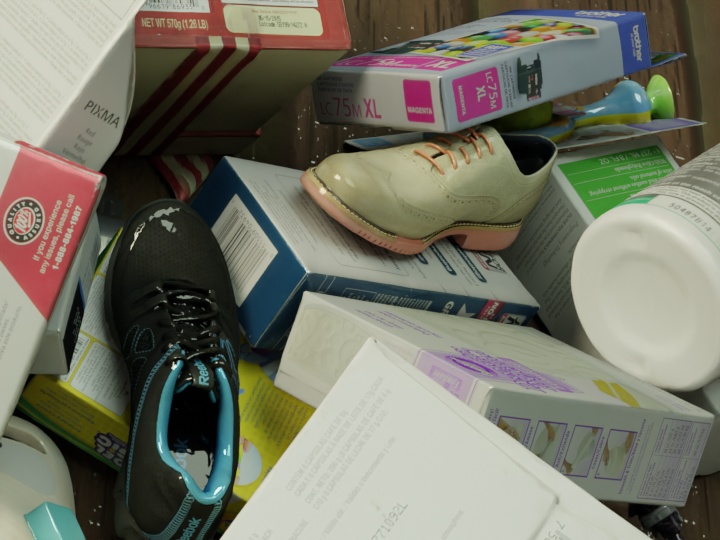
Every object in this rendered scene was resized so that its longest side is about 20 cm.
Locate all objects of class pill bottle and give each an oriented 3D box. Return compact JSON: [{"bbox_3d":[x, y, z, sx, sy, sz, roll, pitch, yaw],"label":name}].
[{"bbox_3d":[0.222,-0.017,1.465,0.113,0.113,0.200,46,46,15],"label":"pill bottle"}]

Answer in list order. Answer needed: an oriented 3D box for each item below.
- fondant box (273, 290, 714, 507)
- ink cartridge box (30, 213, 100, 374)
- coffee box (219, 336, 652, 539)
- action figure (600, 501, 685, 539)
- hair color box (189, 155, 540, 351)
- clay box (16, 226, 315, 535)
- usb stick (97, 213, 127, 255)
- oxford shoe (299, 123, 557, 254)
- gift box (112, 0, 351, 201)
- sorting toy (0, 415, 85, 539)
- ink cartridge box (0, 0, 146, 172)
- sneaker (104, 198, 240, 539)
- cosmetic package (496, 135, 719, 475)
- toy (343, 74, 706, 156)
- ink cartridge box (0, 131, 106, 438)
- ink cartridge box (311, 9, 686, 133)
[{"bbox_3d":[0.074,0.070,1.359,0.144,0.058,0.200,26,12,41],"label":"fondant box"},{"bbox_3d":[-0.244,0.006,1.341,0.200,0.039,0.100,3,46,7],"label":"ink cartridge box"},{"bbox_3d":[0.012,0.197,1.205,0.200,0.198,0.200,36,61,5],"label":"coffee box"},{"bbox_3d":[0.145,0.176,1.389,0.130,0.069,0.200,-42,45,-16],"label":"action figure"},{"bbox_3d":[0.000,0.000,1.440,0.200,0.061,0.100,9,36,-46],"label":"hair color box"},{"bbox_3d":[-0.076,0.077,1.380,0.200,0.048,0.115,34,50,-8],"label":"clay box"},{"bbox_3d":[-0.129,-0.002,1.444,0.200,0.033,0.056,16,52,-16],"label":"usb stick"},{"bbox_3d":[0.040,-0.057,1.432,0.071,0.074,0.200,47,25,22],"label":"oxford shoe"},{"bbox_3d":[-0.131,-0.152,1.472,0.184,0.187,0.200,3,71,-28],"label":"gift box"},{"bbox_3d":[-0.214,0.119,1.270,0.200,0.107,0.180,21,26,-10],"label":"sorting toy"},{"bbox_3d":[-0.163,-0.133,1.345,0.050,0.200,0.162,35,6,-47],"label":"ink cartridge box"},{"bbox_3d":[-0.087,0.048,1.304,0.073,0.082,0.200,4,64,-21],"label":"sneaker"},{"bbox_3d":[0.181,0.023,1.551,0.107,0.085,0.200,-13,59,-39],"label":"cosmetic package"},{"bbox_3d":[0.101,-0.102,1.576,0.200,0.047,0.115,-6,12,-20],"label":"toy"},{"bbox_3d":[-0.242,-0.018,1.236,0.200,0.145,0.083,22,3,-5],"label":"ink cartridge box"},{"bbox_3d":[0.083,-0.123,1.494,0.200,0.119,0.042,-17,106,-37],"label":"ink cartridge box"}]
